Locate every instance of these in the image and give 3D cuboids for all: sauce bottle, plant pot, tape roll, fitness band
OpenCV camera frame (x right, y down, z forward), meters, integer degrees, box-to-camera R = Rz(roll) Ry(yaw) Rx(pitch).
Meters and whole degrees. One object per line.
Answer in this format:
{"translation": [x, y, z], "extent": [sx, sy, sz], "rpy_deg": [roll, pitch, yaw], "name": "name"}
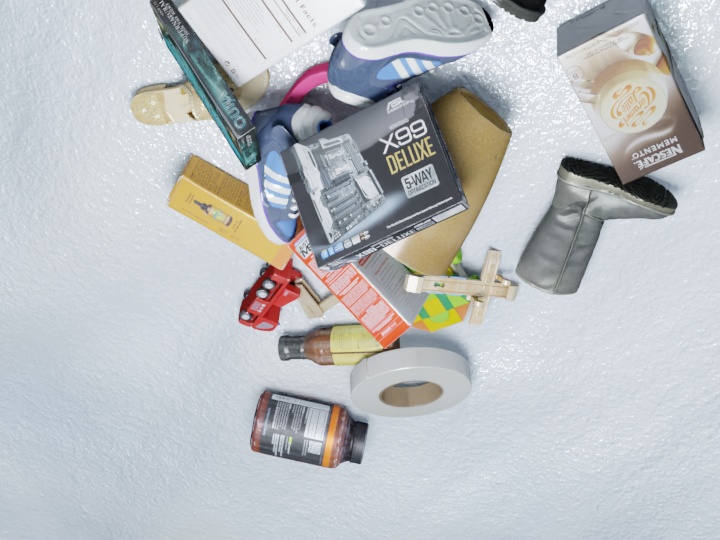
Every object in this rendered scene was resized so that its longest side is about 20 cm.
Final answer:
{"translation": [-0.035, 0.120, 1.516], "extent": [0.195, 0.067, 0.067], "rpy_deg": [-1, 129, 13], "name": "sauce bottle"}
{"translation": [0.101, -0.131, 1.228], "extent": [0.185, 0.187, 0.201], "rpy_deg": [33, 111, -16], "name": "plant pot"}
{"translation": [0.080, 0.182, 1.512], "extent": [0.198, 0.038, 0.204], "rpy_deg": [-4, 150, -2], "name": "tape roll"}
{"translation": [-0.047, -0.190, 1.282], "extent": [0.142, 0.038, 0.200], "rpy_deg": [32, 127, -14], "name": "fitness band"}

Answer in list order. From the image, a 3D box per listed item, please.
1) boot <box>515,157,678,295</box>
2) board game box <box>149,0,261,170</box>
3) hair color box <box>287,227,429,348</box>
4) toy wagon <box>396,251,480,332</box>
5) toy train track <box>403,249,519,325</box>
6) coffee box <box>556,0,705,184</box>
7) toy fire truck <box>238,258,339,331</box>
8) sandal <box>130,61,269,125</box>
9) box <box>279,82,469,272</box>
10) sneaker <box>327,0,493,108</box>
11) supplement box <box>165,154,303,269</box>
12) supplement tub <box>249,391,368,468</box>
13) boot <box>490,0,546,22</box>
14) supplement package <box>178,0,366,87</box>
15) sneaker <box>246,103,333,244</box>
{"translation": [0.322, -0.045, 1.305], "extent": [0.179, 0.073, 0.203], "rpy_deg": [20, 125, 13], "name": "boot"}
{"translation": [-0.190, -0.231, 1.166], "extent": [0.028, 0.135, 0.202], "rpy_deg": [-33, 83, -7], "name": "board game box"}
{"translation": [0.000, 0.000, 1.342], "extent": [0.200, 0.111, 0.064], "rpy_deg": [48, 120, -4], "name": "hair color box"}
{"translation": [0.085, 0.008, 1.415], "extent": [0.153, 0.040, 0.201], "rpy_deg": [-21, 122, 25], "name": "toy wagon"}
{"translation": [0.153, 0.027, 1.362], "extent": [0.196, 0.032, 0.117], "rpy_deg": [5, 106, -29], "name": "toy train track"}
{"translation": [0.331, -0.223, 1.150], "extent": [0.113, 0.080, 0.201], "rpy_deg": [-22, 122, 27], "name": "coffee box"}
{"translation": [-0.094, 0.038, 1.465], "extent": [0.139, 0.049, 0.200], "rpy_deg": [23, 135, -19], "name": "toy fire truck"}
{"translation": [-0.222, -0.222, 1.268], "extent": [0.207, 0.070, 0.079], "rpy_deg": [-9, 127, 18], "name": "sandal"}
{"translation": [0.016, -0.111, 1.147], "extent": [0.197, 0.161, 0.050], "rpy_deg": [-23, 167, 16], "name": "box"}
{"translation": [0.053, -0.261, 1.166], "extent": [0.196, 0.082, 0.147], "rpy_deg": [-12, 160, -19], "name": "sneaker"}
{"translation": [-0.180, -0.085, 1.376], "extent": [0.197, 0.070, 0.067], "rpy_deg": [29, 129, -15], "name": "supplement box"}
{"translation": [-0.087, 0.280, 1.629], "extent": [0.195, 0.108, 0.108], "rpy_deg": [12, 131, 1], "name": "supplement tub"}
{"translation": [0.172, -0.393, 1.043], "extent": [0.210, 0.080, 0.157], "rpy_deg": [38, 126, -18], "name": "boot"}
{"translation": [-0.094, -0.336, 1.115], "extent": [0.197, 0.122, 0.120], "rpy_deg": [-25, 118, 27], "name": "supplement package"}
{"translation": [-0.073, -0.126, 1.264], "extent": [0.143, 0.081, 0.204], "rpy_deg": [0, 121, 20], "name": "sneaker"}
